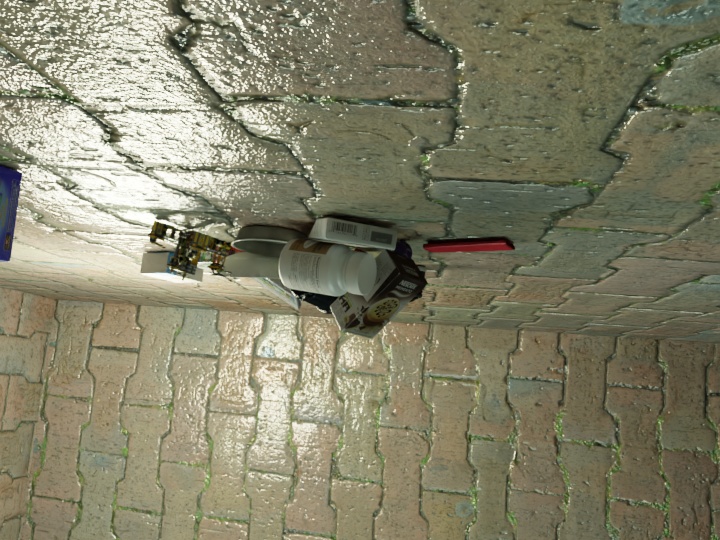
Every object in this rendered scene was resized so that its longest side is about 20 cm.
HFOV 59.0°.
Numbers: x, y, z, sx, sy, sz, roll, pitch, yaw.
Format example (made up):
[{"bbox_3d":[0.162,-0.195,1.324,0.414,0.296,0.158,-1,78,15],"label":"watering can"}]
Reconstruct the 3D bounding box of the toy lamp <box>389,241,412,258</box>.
[{"bbox_3d":[0.101,-0.031,1.553,0.057,0.059,0.200,3,169,8],"label":"toy lamp"}]

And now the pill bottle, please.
[{"bbox_3d":[-0.070,-0.004,1.397,0.198,0.116,0.114,8,173,29],"label":"pill bottle"}]

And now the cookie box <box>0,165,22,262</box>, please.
[{"bbox_3d":[-0.701,-0.116,1.089,0.074,0.174,0.199,-4,167,26],"label":"cookie box"}]

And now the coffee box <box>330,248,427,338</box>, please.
[{"bbox_3d":[0.041,0.056,1.454,0.112,0.080,0.200,18,123,-46],"label":"coffee box"}]

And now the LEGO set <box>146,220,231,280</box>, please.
[{"bbox_3d":[-0.405,-0.033,1.491,0.197,0.118,0.154,15,176,19],"label":"LEGO set"}]

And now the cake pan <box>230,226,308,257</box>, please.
[{"bbox_3d":[-0.211,-0.069,1.535,0.197,0.037,0.200,4,170,1],"label":"cake pan"}]

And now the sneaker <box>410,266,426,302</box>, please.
[{"bbox_3d":[0.110,0.044,1.861,0.070,0.101,0.199,10,171,-39],"label":"sneaker"}]

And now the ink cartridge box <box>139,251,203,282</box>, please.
[{"bbox_3d":[-0.569,-0.004,1.984,0.114,0.069,0.199,-1,169,28],"label":"ink cartridge box"}]

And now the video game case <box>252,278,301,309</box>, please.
[{"bbox_3d":[-0.267,0.040,1.933,0.199,0.022,0.182,34,166,5],"label":"video game case"}]

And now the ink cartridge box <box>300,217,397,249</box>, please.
[{"bbox_3d":[-0.030,-0.081,1.404,0.160,0.058,0.200,8,-175,-21],"label":"ink cartridge box"}]

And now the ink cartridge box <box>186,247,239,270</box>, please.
[{"bbox_3d":[-0.380,-0.034,1.774,0.197,0.051,0.109,0,169,27],"label":"ink cartridge box"}]

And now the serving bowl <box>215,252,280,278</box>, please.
[{"bbox_3d":[-0.280,-0.014,1.678,0.197,0.067,0.200,2,180,0],"label":"serving bowl"}]

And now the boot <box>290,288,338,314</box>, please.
[{"bbox_3d":[-0.107,0.053,1.580,0.167,0.077,0.199,30,174,-35],"label":"boot"}]

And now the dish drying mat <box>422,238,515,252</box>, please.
[{"bbox_3d":[0.247,-0.056,1.460,0.198,0.018,0.077,-2,169,30],"label":"dish drying mat"}]

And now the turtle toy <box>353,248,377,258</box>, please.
[{"bbox_3d":[0.000,0.000,1.637,0.199,0.102,0.145,15,-168,-45],"label":"turtle toy"}]
